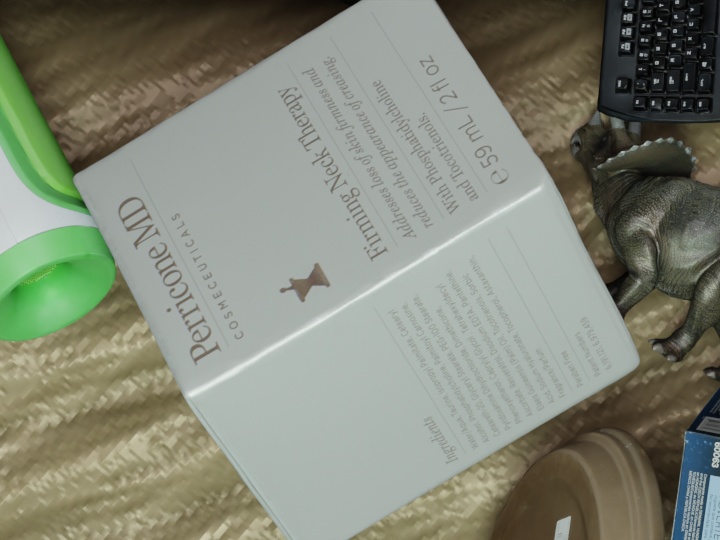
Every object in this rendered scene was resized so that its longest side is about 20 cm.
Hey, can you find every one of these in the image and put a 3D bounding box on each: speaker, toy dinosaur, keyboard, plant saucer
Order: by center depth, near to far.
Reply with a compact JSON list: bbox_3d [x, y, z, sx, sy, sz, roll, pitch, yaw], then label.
[{"bbox_3d":[0.095,0.173,1.403,0.029,0.200,0.201,15,86,-16],"label":"plant saucer"},{"bbox_3d":[-0.200,-0.064,1.471,0.088,0.088,0.200,-30,65,0],"label":"speaker"},{"bbox_3d":[0.179,-0.004,1.474,0.200,0.077,0.102,34,101,9],"label":"toy dinosaur"},{"bbox_3d":[0.150,-0.173,1.480,0.104,0.040,0.201,-1,69,19],"label":"keyboard"}]

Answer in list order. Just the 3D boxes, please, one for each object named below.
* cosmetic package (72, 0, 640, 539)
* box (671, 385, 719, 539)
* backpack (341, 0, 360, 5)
[{"bbox_3d":[0.000,0.000,1.408,0.200,0.166,0.168,-31,50,0],"label":"cosmetic package"},{"bbox_3d":[0.187,0.118,1.383,0.038,0.200,0.137,10,106,17],"label":"box"},{"bbox_3d":[-0.016,-0.251,1.469,0.200,0.154,0.191,29,95,-1],"label":"backpack"}]
